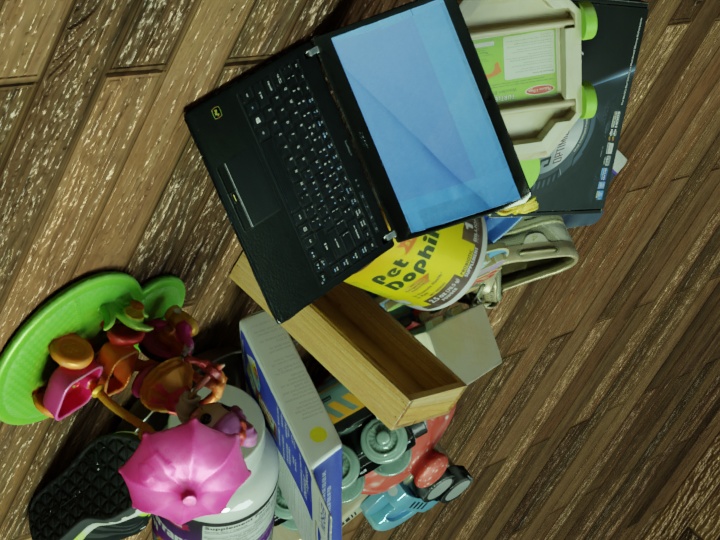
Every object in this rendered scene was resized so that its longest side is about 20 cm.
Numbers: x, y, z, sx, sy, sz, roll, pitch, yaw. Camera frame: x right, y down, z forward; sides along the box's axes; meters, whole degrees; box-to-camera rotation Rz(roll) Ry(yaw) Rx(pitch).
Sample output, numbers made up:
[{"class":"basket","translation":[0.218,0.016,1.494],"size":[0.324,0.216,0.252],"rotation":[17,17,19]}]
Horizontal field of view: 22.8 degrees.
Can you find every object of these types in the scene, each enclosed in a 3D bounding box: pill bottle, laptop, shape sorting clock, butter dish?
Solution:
[{"class":"pill bottle","translation":[0.007,-0.041,1.471],"size":[0.199,0.109,0.110],"rotation":[21,111,-44]},{"class":"pill bottle","translation":[-0.127,0.187,1.555],"size":[0.111,0.111,0.201],"rotation":[-36,154,-28]},{"class":"laptop","translation":[0.001,-0.083,1.327],"size":[0.199,0.103,0.178],"rotation":[-34,109,-31]},{"class":"shape sorting clock","translation":[0.052,0.029,1.669],"size":[0.199,0.039,0.200],"rotation":[-31,171,-5]},{"class":"butter dish","translation":[0.029,0.163,1.840],"size":[0.200,0.148,0.199],"rotation":[-51,157,7]}]

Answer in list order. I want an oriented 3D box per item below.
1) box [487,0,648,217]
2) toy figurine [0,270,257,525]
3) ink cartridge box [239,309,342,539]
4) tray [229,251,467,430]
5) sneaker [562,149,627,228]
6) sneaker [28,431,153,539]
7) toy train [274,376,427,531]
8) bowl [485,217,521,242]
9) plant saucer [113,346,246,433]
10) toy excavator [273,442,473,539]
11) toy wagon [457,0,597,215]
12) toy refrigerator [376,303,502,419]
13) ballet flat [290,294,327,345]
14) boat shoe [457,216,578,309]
[{"class":"box","translation":[0.173,-0.151,1.600],"size":[0.159,0.043,0.202],"rotation":[-3,110,-43]},{"class":"toy figurine","translation":[-0.151,0.109,1.369],"size":[0.199,0.184,0.151],"rotation":[-23,147,-47]},{"class":"ink cartridge box","translation":[-0.048,0.164,1.551],"size":[0.047,0.201,0.198],"rotation":[-21,151,-14]},{"class":"tray","translation":[-0.011,0.052,1.512],"size":[0.098,0.200,0.037],"rotation":[-7,136,-58]},{"class":"sneaker","translation":[0.187,-0.090,1.808],"size":[0.147,0.081,0.200],"rotation":[-48,155,9]},{"class":"sneaker","translation":[-0.200,0.183,1.484],"size":[0.082,0.072,0.199],"rotation":[3,158,-40]},{"class":"toy train","translation":[-0.037,0.167,1.721],"size":[0.199,0.114,0.085],"rotation":[-30,162,-3]},{"class":"bowl","translation":[0.104,-0.085,1.682],"size":[0.200,0.039,0.201],"rotation":[-30,151,-18]},{"class":"plant saucer","translation":[-0.162,0.140,1.603],"size":[0.200,0.032,0.201],"rotation":[-39,156,-21]},{"class":"toy excavator","translation":[0.007,0.263,2.052],"size":[0.200,0.100,0.194],"rotation":[-44,158,11]},{"class":"toy wagon","translation":[0.123,-0.146,1.506],"size":[0.154,0.040,0.202],"rotation":[-9,111,-16]},{"class":"toy refrigerator","translation":[0.067,0.081,1.695],"size":[0.075,0.071,0.200],"rotation":[-19,179,20]},{"class":"ballet flat","translation":[0.000,0.000,1.602],"size":[0.200,0.046,0.067],"rotation":[-38,139,6]},{"class":"boat shoe","translation":[0.120,0.003,1.787],"size":[0.198,0.065,0.072],"rotation":[-21,150,-5]}]
